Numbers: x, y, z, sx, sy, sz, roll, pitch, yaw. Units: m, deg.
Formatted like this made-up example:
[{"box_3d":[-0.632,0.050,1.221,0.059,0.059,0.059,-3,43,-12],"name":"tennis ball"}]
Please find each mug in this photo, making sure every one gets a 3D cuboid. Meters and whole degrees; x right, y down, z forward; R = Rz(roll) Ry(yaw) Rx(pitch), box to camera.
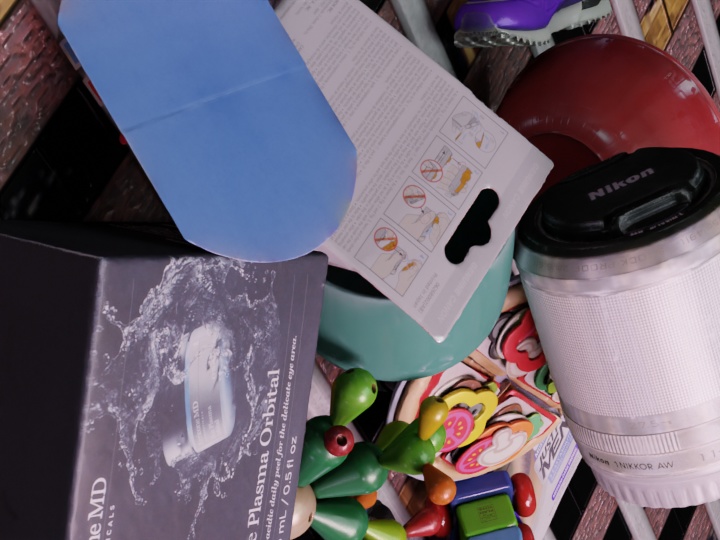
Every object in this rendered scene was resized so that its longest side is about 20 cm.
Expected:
[{"box_3d":[0.007,-0.008,1.119,0.115,0.183,0.153,88,12,-53],"name":"mug"}]

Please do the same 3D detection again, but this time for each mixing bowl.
[{"box_3d":[0.162,-0.064,1.269,0.108,0.198,0.202,-27,122,-55],"name":"mixing bowl"}]

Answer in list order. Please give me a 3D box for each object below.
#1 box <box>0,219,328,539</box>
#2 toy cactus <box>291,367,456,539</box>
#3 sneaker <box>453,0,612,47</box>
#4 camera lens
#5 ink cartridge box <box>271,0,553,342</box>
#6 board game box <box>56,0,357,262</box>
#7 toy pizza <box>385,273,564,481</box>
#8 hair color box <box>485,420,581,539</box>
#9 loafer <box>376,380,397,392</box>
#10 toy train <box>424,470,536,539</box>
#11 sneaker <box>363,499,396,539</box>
[{"box_3d":[-0.128,0.078,0.949,0.199,0.116,0.199,-2,101,-56],"name":"box"},{"box_3d":[-0.014,0.147,1.127,0.164,0.103,0.201,-22,151,-8],"name":"toy cactus"},{"box_3d":[0.124,-0.225,1.297,0.200,0.069,0.101,-29,116,-55],"name":"sneaker"},{"box_3d":[0.196,0.032,1.137,0.160,0.159,0.202,-42,121,-42],"name":"camera lens"},{"box_3d":[0.001,-0.068,1.055,0.200,0.050,0.163,40,58,-7],"name":"ink cartridge box"},{"box_3d":[-0.089,-0.089,0.964,0.158,0.039,0.201,-28,86,-49],"name":"board game box"},{"box_3d":[0.107,0.082,1.239,0.199,0.032,0.201,-22,139,-21],"name":"toy pizza"},{"box_3d":[0.112,0.124,1.386,0.110,0.064,0.201,-60,142,-25],"name":"hair color box"},{"box_3d":[0.059,-0.005,1.260,0.072,0.062,0.202,26,78,-57],"name":"loafer"},{"box_3d":[0.106,0.257,1.351,0.201,0.084,0.116,83,-6,-48],"name":"toy train"},{"box_3d":[0.034,0.241,1.280,0.071,0.082,0.201,-52,138,-32],"name":"sneaker"}]
